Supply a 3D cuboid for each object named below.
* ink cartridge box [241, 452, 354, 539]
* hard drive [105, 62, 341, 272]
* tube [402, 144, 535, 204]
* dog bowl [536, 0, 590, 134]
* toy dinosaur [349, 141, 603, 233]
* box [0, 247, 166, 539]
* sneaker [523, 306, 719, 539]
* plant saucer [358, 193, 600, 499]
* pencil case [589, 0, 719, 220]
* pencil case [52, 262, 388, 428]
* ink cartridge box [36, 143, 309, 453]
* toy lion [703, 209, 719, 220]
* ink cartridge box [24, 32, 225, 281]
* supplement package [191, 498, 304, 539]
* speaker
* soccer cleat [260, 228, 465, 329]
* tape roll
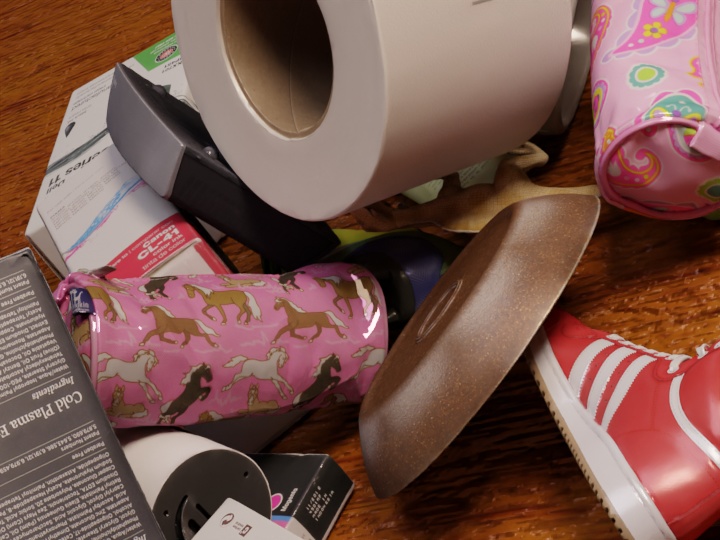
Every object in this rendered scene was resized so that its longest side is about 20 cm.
[{"bbox_3d":[-0.099,0.154,1.080,0.199,0.037,0.095,-7,43,46],"label":"ink cartridge box"},{"bbox_3d":[-0.096,-0.065,1.160,0.043,0.134,0.200,-55,27,7],"label":"hard drive"},{"bbox_3d":[0.036,-0.079,1.238,0.200,0.052,0.059,27,110,54],"label":"tube"},{"bbox_3d":[0.120,-0.178,1.146,0.058,0.201,0.201,13,48,11],"label":"dog bowl"},{"bbox_3d":[0.088,-0.040,1.090,0.198,0.059,0.101,-7,16,10],"label":"toy dinosaur"},{"bbox_3d":[-0.210,0.111,0.980,0.104,0.183,0.200,-25,-3,-31],"label":"box"},{"bbox_3d":[0.151,0.057,0.899,0.112,0.071,0.200,-33,30,6],"label":"sneaker"},{"bbox_3d":[0.055,0.031,0.983,0.201,0.037,0.200,-53,6,8],"label":"plant saucer"},{"bbox_3d":[0.172,-0.123,1.021,0.087,0.087,0.201,-20,42,29],"label":"pencil case"},{"bbox_3d":[-0.080,0.040,1.029,0.198,0.087,0.083,-1,19,-31],"label":"pencil case"},{"bbox_3d":[-0.120,0.017,1.173,0.085,0.148,0.200,-38,31,0],"label":"ink cartridge box"},{"bbox_3d":[0.229,-0.119,1.071,0.192,0.069,0.200,-50,30,-4],"label":"toy lion"},{"bbox_3d":[-0.169,-0.087,1.433,0.146,0.083,0.201,-26,33,23],"label":"ink cartridge box"},{"bbox_3d":[-0.036,0.239,0.776,0.200,0.147,0.191,-48,31,-16],"label":"supplement package"},{"bbox_3d":[-0.134,0.121,1.046,0.081,0.081,0.199,-50,31,-19],"label":"speaker"},{"bbox_3d":[0.000,0.001,1.169,0.083,0.065,0.200,-19,15,-28],"label":"soccer cleat"},{"bbox_3d":[0.003,-0.144,1.029,0.138,0.205,0.202,-22,18,-34],"label":"tape roll"}]
